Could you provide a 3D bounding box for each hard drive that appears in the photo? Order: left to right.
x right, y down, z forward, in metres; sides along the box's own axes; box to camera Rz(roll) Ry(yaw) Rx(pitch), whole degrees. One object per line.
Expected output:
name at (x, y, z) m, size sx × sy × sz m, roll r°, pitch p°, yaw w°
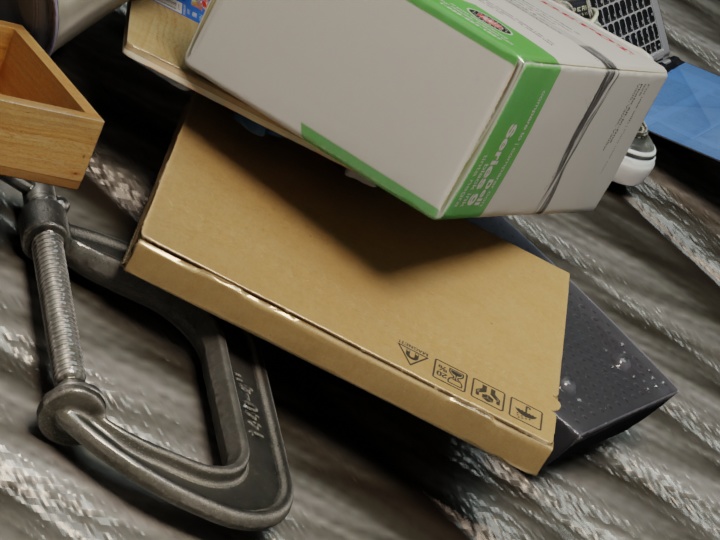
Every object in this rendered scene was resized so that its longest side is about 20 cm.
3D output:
hard drive at (0.050, 0.012, 1.447) m, size 0.200 × 0.042 × 0.135 m, roll 44°, pitch 25°, yaw 16°

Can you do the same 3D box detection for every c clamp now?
c clamp at (-0.105, 0.028, 1.233) m, size 0.170 × 0.027 × 0.200 m, roll 25°, pitch 26°, yaw -32°

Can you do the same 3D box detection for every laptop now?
laptop at (0.202, -0.153, 1.848) m, size 0.187 × 0.115 × 0.201 m, roll -28°, pitch 105°, yaw -64°

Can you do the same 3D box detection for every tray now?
tray at (-0.212, -0.084, 1.212) m, size 0.199 × 0.037 × 0.099 m, roll 10°, pitch 23°, yaw -33°

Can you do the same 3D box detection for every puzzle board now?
puzzle board at (-0.044, -0.090, 1.425) m, size 0.150 × 0.017 × 0.200 m, roll 25°, pitch 13°, yaw -10°

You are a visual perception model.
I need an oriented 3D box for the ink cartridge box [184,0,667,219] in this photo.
ink cartridge box at (0.035, -0.092, 1.372) m, size 0.146 × 0.084 × 0.200 m, roll 32°, pitch 14°, yaw 20°

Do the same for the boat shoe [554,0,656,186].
boat shoe at (0.104, -0.135, 1.742) m, size 0.200 × 0.071 × 0.072 m, roll 46°, pitch 25°, yaw 14°

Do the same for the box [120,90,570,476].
box at (0.000, 0.000, 1.337) m, size 0.199 × 0.021 × 0.164 m, roll 27°, pitch 27°, yaw -7°

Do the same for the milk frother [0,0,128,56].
milk frother at (-0.158, -0.178, 1.405) m, size 0.181 × 0.200 × 0.188 m, roll 46°, pitch 50°, yaw 7°
